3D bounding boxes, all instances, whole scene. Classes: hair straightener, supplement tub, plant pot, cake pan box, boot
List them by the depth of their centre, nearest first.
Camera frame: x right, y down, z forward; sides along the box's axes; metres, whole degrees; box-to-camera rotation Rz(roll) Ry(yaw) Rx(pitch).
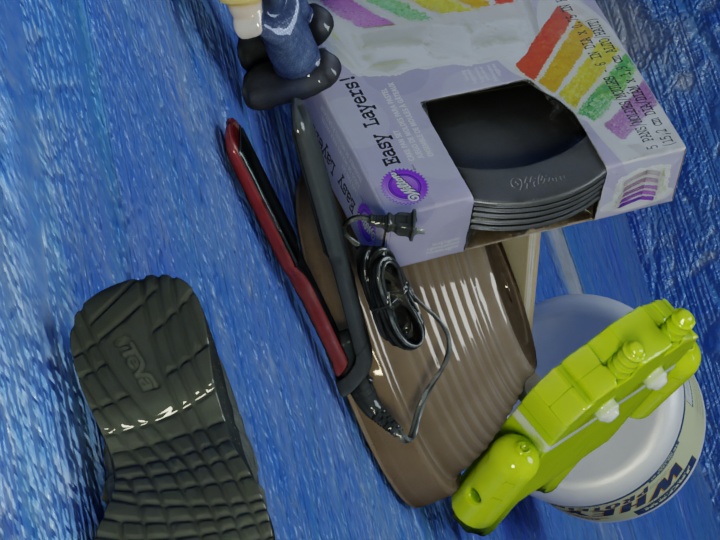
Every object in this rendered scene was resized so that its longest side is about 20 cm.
[{"bbox_3d":[-0.051,0.109,1.007,0.131,0.067,0.200,68,9,-50],"label":"boot"},{"bbox_3d":[0.000,0.000,1.450,0.041,0.077,0.200,-90,159,-67],"label":"hair straightener"},{"bbox_3d":[0.059,-0.097,1.566,0.052,0.184,0.200,97,-26,-50],"label":"cake pan box"},{"bbox_3d":[0.041,0.026,1.593,0.201,0.092,0.201,-18,90,-80],"label":"plant pot"},{"bbox_3d":[0.165,0.101,1.979,0.200,0.145,0.145,36,36,-73],"label":"supplement tub"}]

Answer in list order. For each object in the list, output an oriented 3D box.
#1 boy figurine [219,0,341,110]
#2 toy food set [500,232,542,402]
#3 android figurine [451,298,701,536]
[{"bbox_3d":[-0.068,-0.172,1.449,0.200,0.064,0.125,60,15,-45],"label":"boy figurine"},{"bbox_3d":[0.081,-0.030,1.692,0.143,0.060,0.200,44,-35,41],"label":"toy food set"},{"bbox_3d":[0.129,0.085,1.658,0.182,0.200,0.041,-28,74,-41],"label":"android figurine"}]
